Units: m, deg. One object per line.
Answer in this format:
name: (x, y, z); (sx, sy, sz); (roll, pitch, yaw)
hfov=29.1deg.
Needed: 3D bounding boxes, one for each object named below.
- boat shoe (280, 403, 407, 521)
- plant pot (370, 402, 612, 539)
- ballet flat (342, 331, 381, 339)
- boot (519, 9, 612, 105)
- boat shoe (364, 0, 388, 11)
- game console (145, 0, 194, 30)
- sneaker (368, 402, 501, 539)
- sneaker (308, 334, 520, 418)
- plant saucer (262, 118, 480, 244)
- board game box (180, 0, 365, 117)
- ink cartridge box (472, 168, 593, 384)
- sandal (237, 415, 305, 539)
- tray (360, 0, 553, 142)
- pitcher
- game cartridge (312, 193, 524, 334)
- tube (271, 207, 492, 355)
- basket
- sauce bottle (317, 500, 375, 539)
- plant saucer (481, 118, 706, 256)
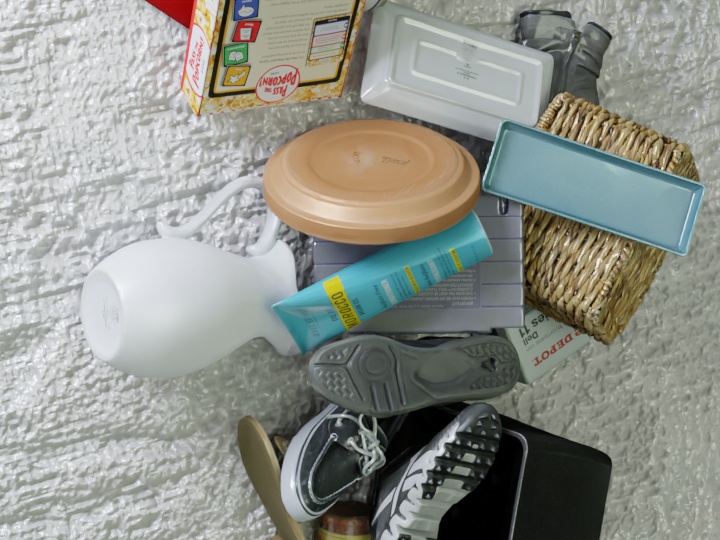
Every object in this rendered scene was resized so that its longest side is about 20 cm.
boat shoe: (-0.004, 0.163, 1.322); (0.199, 0.068, 0.074); (-42, 112, -49)
plant pot: (0.141, 0.240, 1.405); (0.176, 0.199, 0.202); (5, 96, -40)
ballet flat: (0.000, 0.000, 1.357); (0.071, 0.072, 0.202); (8, 93, -30)
boot: (0.162, -0.202, 1.409); (0.199, 0.070, 0.133); (7, 84, -28)
boat shoe: (0.055, -0.327, 1.315); (0.062, 0.072, 0.201); (32, 80, -27)
game console: (-0.149, -0.329, 1.231); (0.199, 0.119, 0.172); (30, 115, -29)
sneaker: (0.061, 0.194, 1.317); (0.066, 0.091, 0.201); (15, 114, -33)
sneaker: (0.039, 0.099, 1.304); (0.198, 0.114, 0.077); (-5, 82, -19)
plant saucer: (0.010, -0.089, 1.259); (0.199, 0.200, 0.033); (-18, 128, -25)
board game box: (-0.070, -0.233, 1.215); (0.150, 0.046, 0.201); (-11, 140, -28)
ink cartridge box: (0.171, -0.006, 1.430); (0.146, 0.083, 0.201); (-33, 114, -19)
sandal: (-0.060, 0.216, 1.350); (0.069, 0.077, 0.213); (-25, 119, -25)
tray: (0.100, -0.189, 1.335); (0.198, 0.022, 0.108); (14, 74, -20)
pitcher: (-0.147, 0.005, 1.244); (0.199, 0.121, 0.173); (-6, 91, -39)
game cartridge: (0.054, -0.005, 1.299); (0.198, 0.038, 0.131); (0, 97, 7)
tube: (0.021, 0.008, 1.251); (0.199, 0.051, 0.078); (-28, 132, 1)
basket: (0.224, -0.049, 1.366); (0.201, 0.148, 0.143); (-62, 155, -4)
sauce bottle: (-0.015, 0.336, 1.398); (0.066, 0.066, 0.202); (-2, 98, -29)
plant saucer: (0.212, -0.075, 1.265); (0.198, 0.019, 0.070); (18, 86, -3)
